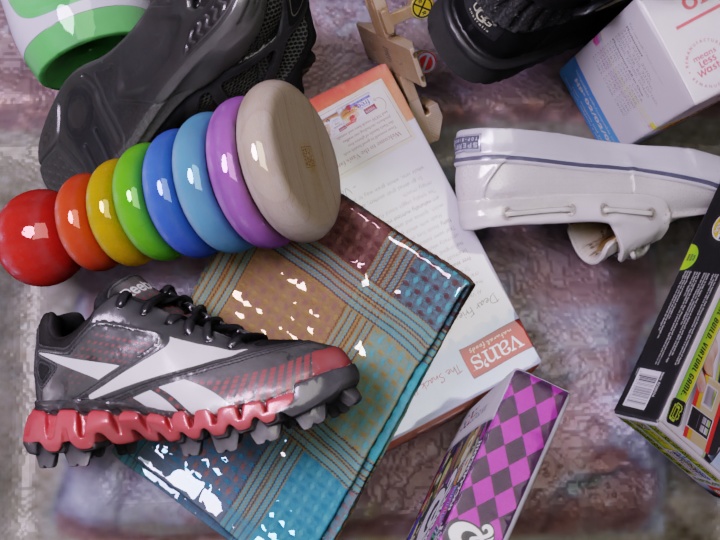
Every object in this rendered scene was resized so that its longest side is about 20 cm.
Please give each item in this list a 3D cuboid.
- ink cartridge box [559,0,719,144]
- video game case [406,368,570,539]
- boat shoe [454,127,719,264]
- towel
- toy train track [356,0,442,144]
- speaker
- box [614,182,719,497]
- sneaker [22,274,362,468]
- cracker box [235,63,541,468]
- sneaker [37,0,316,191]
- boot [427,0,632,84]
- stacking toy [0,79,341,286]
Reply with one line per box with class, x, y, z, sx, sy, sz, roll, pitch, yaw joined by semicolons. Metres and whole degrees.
ink cartridge box;0.199;-0.133;0.827;0.114;0.200;0.068;-28;88;-9
video game case;0.039;0.159;0.761;0.035;0.181;0.202;26;77;2
boat shoe;0.144;-0.038;0.857;0.198;0.071;0.071;5;87;-27
towel;-0.042;0.055;0.807;0.146;0.022;0.202;33;102;18
toy train track;0.015;-0.171;0.849;0.032;0.115;0.202;-24;112;-8
speaker;-0.189;-0.215;0.883;0.087;0.089;0.202;-19;79;-8
box;0.229;0.021;0.851;0.110;0.035;0.202;36;74;-34
sneaker;-0.095;0.048;0.780;0.198;0.071;0.099;-7;88;23
cracker box;0.000;0.000;0.859;0.133;0.058;0.202;-25;79;-8
sneaker;-0.099;-0.103;0.854;0.199;0.114;0.077;-41;63;27
boot;0.145;-0.190;0.817;0.080;0.158;0.211;50;53;1
stacking toy;-0.113;-0.033;0.789;0.198;0.085;0.087;-17;76;25
